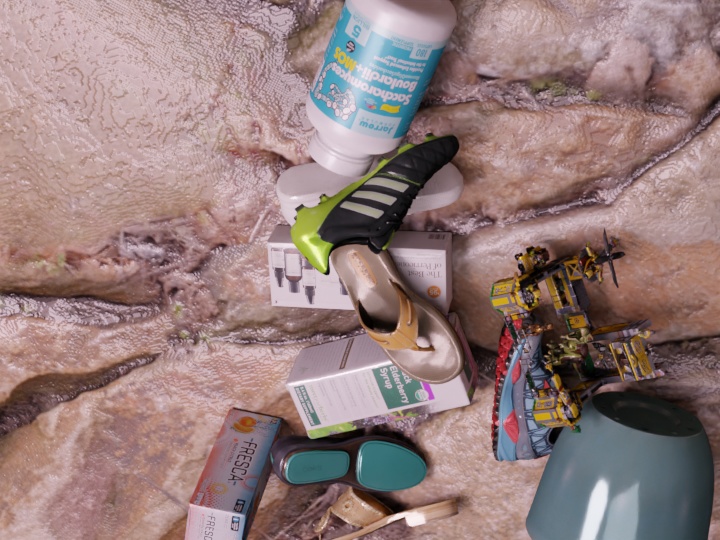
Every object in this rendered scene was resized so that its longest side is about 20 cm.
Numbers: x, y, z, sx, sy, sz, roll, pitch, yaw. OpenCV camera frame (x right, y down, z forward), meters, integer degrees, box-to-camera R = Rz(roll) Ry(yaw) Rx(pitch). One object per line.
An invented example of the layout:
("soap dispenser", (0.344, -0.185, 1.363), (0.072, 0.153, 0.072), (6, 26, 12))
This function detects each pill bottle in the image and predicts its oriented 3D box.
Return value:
("pill bottle", (0.013, -0.196, 1.533), (0.111, 0.111, 0.200), (23, 120, -1))

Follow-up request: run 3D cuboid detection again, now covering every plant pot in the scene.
("plant pot", (0.295, 0.228, 1.655), (0.200, 0.201, 0.161), (12, 106, 6))

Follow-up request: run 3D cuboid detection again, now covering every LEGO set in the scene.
("LEGO set", (0.238, 0.064, 1.584), (0.116, 0.154, 0.200), (-14, 93, 47))

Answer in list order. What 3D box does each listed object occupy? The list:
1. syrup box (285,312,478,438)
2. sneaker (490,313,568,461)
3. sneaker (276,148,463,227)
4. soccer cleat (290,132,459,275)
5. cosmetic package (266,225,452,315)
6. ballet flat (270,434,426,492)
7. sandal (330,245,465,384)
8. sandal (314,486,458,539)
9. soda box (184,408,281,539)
("syrup box", (0.026, 0.120, 1.713), (0.200, 0.081, 0.079), (-14, 115, 20))
("sneaker", (0.199, 0.128, 1.695), (0.095, 0.079, 0.200), (2, 126, 0))
("sneaker", (0.014, -0.076, 1.630), (0.200, 0.075, 0.089), (-2, 137, 9))
("soccer cleat", (0.024, -0.068, 1.540), (0.200, 0.068, 0.081), (-32, 79, -7))
("cosmetic package", (0.000, 0.000, 1.673), (0.200, 0.051, 0.083), (2, 119, 11))
("ballet flat", (-0.018, 0.220, 1.773), (0.200, 0.073, 0.073), (6, 125, -30))
("sandal", (0.032, 0.044, 1.616), (0.080, 0.054, 0.200), (-34, 95, 22))
("sandal", (0.010, 0.286, 1.825), (0.212, 0.078, 0.070), (-16, 82, 12))
("soda box", (-0.145, 0.242, 1.745), (0.068, 0.200, 0.064), (11, 119, 4))
